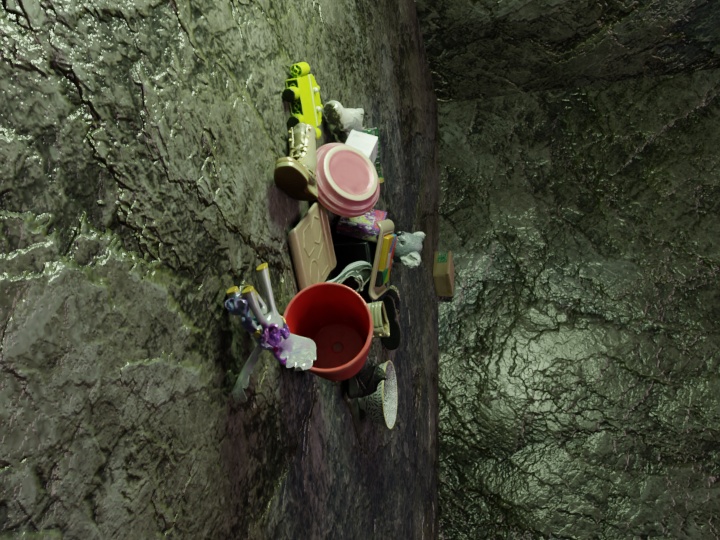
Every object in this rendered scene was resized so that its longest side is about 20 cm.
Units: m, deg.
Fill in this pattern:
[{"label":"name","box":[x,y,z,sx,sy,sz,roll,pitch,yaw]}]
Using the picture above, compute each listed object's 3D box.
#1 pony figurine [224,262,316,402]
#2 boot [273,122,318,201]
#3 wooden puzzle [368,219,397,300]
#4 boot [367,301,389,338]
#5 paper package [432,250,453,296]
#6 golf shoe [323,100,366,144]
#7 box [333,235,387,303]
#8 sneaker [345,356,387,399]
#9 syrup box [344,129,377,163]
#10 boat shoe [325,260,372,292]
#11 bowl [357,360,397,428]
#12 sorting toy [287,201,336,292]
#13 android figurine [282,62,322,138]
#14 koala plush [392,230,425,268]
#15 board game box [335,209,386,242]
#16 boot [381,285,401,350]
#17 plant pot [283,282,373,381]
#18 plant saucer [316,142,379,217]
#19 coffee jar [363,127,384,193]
[{"label":"pony figurine","box":[-0.160,0.113,1.071,0.193,0.165,0.201,-77,144,-67]},{"label":"boot","box":[-0.137,-0.251,1.328,0.200,0.072,0.157,38,51,-73]},{"label":"wooden puzzle","box":[0.064,-0.032,1.643,0.185,0.037,0.202,-29,125,-75]},{"label":"boot","box":[0.001,0.180,1.598,0.072,0.153,0.202,-30,116,-73]},{"label":"paper package","box":[0.488,0.016,3.568,0.192,0.102,0.201,72,21,-43]},{"label":"golf shoe","box":[-0.038,-0.420,1.663,0.078,0.097,0.200,45,-2,17]},{"label":"box","box":[0.000,0.000,1.732,0.182,0.103,0.202,-45,131,-68]},{"label":"sneaker","box":[0.014,0.250,1.692,0.076,0.113,0.202,178,-91,-77]},{"label":"syrup box","box":[-0.021,-0.272,1.635,0.082,0.078,0.201,91,19,-60]},{"label":"boat shoe","box":[-0.025,0.037,1.545,0.199,0.070,0.073,-34,120,-41]},{"label":"bowl","box":[0.047,0.375,1.851,0.201,0.093,0.203,-3,90,-75]},{"label":"sorting toy","box":[-0.117,-0.046,1.450,0.200,0.036,0.187,-57,142,-59]},{"label":"android figurine","box":[-0.131,-0.397,1.450,0.200,0.041,0.184,-54,139,-64]},{"label":"koala plush","box":[0.110,-0.072,1.974,0.178,0.198,0.185,-76,157,-50]},{"label":"board game box","box":[0.005,-0.137,1.719,0.200,0.119,0.033,-71,177,-66]},{"label":"boot","box":[0.115,0.165,2.193,0.154,0.073,0.206,-57,141,-69]},{"label":"plant pot","box":[-0.061,0.150,1.342,0.178,0.198,0.202,75,17,-65]},{"label":"plant saucer","box":[-0.033,-0.233,1.517,0.051,0.199,0.203,-35,-136,53]},{"label":"coffee jar","box":[0.014,-0.326,1.852,0.085,0.103,0.202,-41,125,-68]}]
